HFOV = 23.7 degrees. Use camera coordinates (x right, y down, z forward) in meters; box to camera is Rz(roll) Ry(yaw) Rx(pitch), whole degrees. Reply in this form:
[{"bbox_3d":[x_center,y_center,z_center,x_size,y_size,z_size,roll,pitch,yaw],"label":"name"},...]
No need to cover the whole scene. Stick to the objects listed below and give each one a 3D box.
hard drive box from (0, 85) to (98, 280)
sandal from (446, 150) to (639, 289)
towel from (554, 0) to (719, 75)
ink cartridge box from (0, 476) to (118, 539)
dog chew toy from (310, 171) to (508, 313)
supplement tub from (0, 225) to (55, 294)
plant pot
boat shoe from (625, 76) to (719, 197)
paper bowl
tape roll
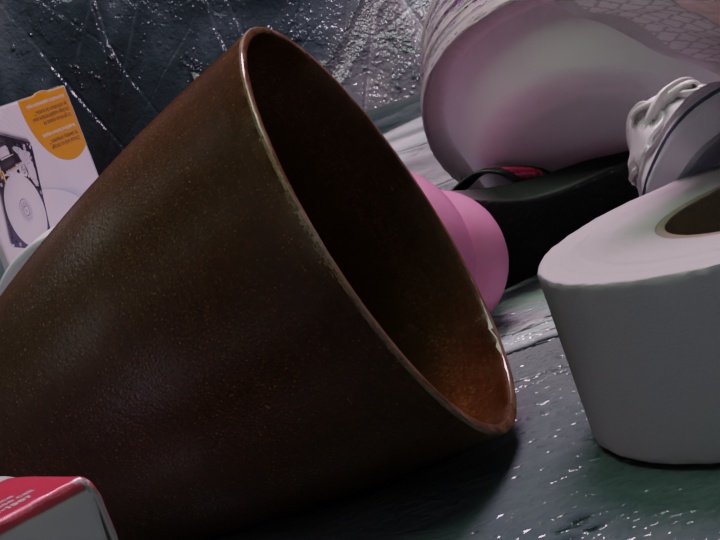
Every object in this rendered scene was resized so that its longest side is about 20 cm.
[{"bbox_3d":[-0.207,0.002,1.045,0.077,0.201,0.156,-16,10,18],"label":"hard drive box"},{"bbox_3d":[0.088,-0.030,0.983,0.199,0.075,0.045,-14,37,-5],"label":"sandal"},{"bbox_3d":[0.205,-0.093,0.698,0.191,0.032,0.200,11,-1,43],"label":"towel"},{"bbox_3d":[-0.179,0.132,0.556,0.147,0.086,0.200,-27,10,-37],"label":"ink cartridge box"},{"bbox_3d":[0.000,0.000,0.871,0.124,0.125,0.200,-12,-4,42],"label":"dog chew toy"},{"bbox_3d":[-0.111,0.014,0.983,0.132,0.132,0.200,-17,10,18],"label":"supplement tub"},{"bbox_3d":[-0.070,0.035,0.700,0.200,0.187,0.187,-33,5,15],"label":"plant pot"},{"bbox_3d":[0.153,-0.056,0.814,0.073,0.065,0.200,-30,-15,-3],"label":"boat shoe"},{"bbox_3d":[0.135,-0.102,1.012,0.200,0.201,0.105,-17,48,21],"label":"paper bowl"},{"bbox_3d":[0.171,-0.001,0.639,0.202,0.071,0.202,-20,8,3],"label":"tape roll"}]
